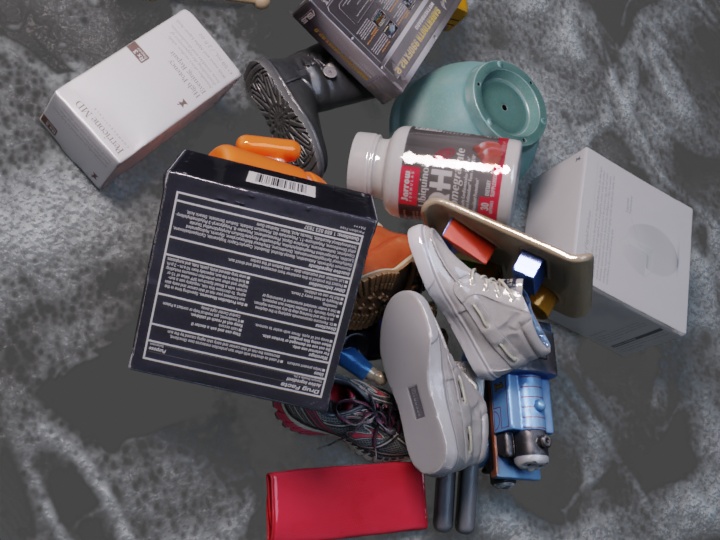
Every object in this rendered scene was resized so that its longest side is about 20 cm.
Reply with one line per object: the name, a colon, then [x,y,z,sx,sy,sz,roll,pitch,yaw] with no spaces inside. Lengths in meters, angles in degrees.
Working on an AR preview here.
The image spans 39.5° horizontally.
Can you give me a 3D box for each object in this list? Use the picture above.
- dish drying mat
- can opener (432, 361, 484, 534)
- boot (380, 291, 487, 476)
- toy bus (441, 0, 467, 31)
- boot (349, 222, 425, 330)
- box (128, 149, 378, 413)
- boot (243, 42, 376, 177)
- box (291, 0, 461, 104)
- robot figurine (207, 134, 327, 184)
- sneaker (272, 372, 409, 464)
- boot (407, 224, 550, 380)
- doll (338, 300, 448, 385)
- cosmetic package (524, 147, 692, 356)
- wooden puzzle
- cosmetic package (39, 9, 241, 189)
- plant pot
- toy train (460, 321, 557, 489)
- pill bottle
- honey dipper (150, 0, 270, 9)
dish drying mat: [-0.012,0.252,1.095,0.199,0.018,0.077,3,77,-33]
can opener: [0.114,0.203,1.171,0.052,0.066,0.201,5,75,-5]
boot: [0.085,0.123,1.110,0.095,0.073,0.201,2,75,-51]
toy bus: [0.051,-0.380,1.346,0.199,0.078,0.066,4,71,-31]
boot: [0.000,0.000,1.147,0.107,0.075,0.200,35,32,21]
box: [-0.105,0.008,0.982,0.199,0.123,0.200,14,105,-6]
boot: [-0.026,-0.208,1.245,0.199,0.066,0.166,-24,87,-41]
box: [0.029,-0.332,1.242,0.158,0.048,0.201,41,61,-20]
robot figurine: [-0.110,-0.069,1.098,0.199,0.117,0.144,16,38,-28]
sneaker: [0.004,0.162,1.107,0.199,0.075,0.081,16,64,-27]
boot: [0.136,0.022,1.118,0.201,0.095,0.074,59,22,-14]
doll: [0.005,0.075,1.154,0.199,0.049,0.137,1,53,-30]
cosmetic package: [0.330,-0.022,1.356,0.199,0.123,0.200,26,60,-23]
wooden puzzle: [0.169,-0.002,1.171,0.199,0.185,0.046,21,73,19]
cosmetic package: [-0.236,-0.189,1.093,0.102,0.074,0.200,48,53,-7]
plant pot: [0.156,-0.190,1.305,0.199,0.134,0.202,13,65,-28]
toy train: [0.179,0.155,1.196,0.086,0.114,0.201,11,66,-28]
pill bottle: [0.089,-0.113,1.203,0.199,0.111,0.111,8,62,10]
honey dipper: [-0.195,-0.335,1.199,0.199,0.038,0.038,-4,74,-35]
